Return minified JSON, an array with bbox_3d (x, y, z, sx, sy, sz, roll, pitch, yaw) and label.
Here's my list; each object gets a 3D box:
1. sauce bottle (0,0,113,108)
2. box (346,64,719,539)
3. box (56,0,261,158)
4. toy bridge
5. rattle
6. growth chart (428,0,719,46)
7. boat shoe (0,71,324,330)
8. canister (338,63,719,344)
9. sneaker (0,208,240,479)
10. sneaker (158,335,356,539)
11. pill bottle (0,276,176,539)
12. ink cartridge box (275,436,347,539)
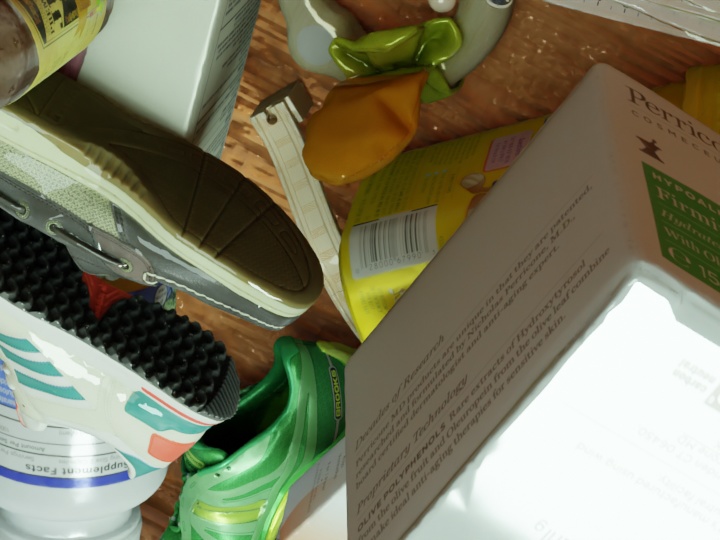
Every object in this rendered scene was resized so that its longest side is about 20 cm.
[{"bbox_3d":[-0.161,-0.100,0.963,0.064,0.200,0.065,4,111,10],"label":"sauce bottle"},{"bbox_3d":[0.125,0.067,0.960,0.199,0.172,0.200,30,116,-18],"label":"box"},{"bbox_3d":[-0.115,-0.122,1.124,0.109,0.128,0.201,18,113,3],"label":"box"},{"bbox_3d":[0.000,0.000,1.184,0.027,0.067,0.200,-25,104,18],"label":"toy bridge"},{"bbox_3d":[0.007,-0.164,1.083,0.130,0.143,0.201,29,124,23],"label":"rattle"},{"bbox_3d":[0.140,-0.179,1.078,0.199,0.018,0.145,9,89,-5],"label":"growth chart"},{"bbox_3d":[-0.112,-0.029,1.056,0.200,0.072,0.066,33,123,-4],"label":"boat shoe"},{"bbox_3d":[0.099,-0.026,1.113,0.199,0.149,0.087,-14,113,17],"label":"canister"},{"bbox_3d":[-0.160,0.034,1.098,0.199,0.070,0.093,35,124,-15],"label":"sneaker"},{"bbox_3d":[-0.073,0.113,1.226,0.083,0.074,0.200,29,104,-31],"label":"sneaker"},{"bbox_3d":[-0.156,0.064,1.212,0.112,0.112,0.201,7,113,7],"label":"pill bottle"},{"bbox_3d":[0.078,0.112,1.108,0.162,0.050,0.200,30,133,-18],"label":"ink cartridge box"}]
